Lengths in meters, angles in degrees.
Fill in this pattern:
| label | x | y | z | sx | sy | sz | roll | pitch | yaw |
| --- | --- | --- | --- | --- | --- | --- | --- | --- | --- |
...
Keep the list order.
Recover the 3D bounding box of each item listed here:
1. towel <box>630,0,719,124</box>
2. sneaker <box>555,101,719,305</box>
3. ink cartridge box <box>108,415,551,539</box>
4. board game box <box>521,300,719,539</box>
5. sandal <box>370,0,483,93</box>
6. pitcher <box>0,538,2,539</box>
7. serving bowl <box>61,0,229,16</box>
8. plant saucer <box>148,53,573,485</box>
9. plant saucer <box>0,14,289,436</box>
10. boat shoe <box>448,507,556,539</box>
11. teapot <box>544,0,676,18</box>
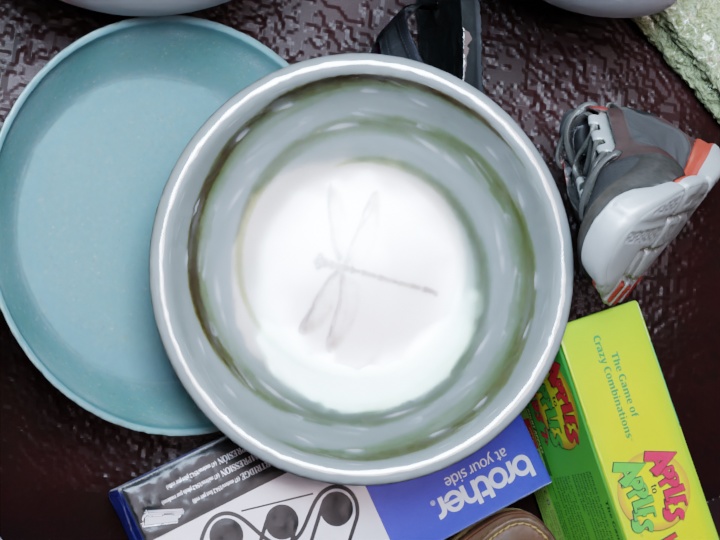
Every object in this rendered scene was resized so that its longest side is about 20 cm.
| label | x | y | z | sx | sy | sz | roll | pitch | yaw |
| --- | --- | --- | --- | --- | --- | --- | --- | --- | --- |
| towel | 0.246 | -0.130 | 1.056 | 0.148 | 0.036 | 0.200 | -39 | 92 | -17 |
| sneaker | 0.124 | -0.042 | 0.949 | 0.082 | 0.200 | 0.077 | 39 | 107 | 7 |
| ink cartridge box | -0.014 | 0.107 | 0.940 | 0.199 | 0.044 | 0.095 | -26 | 89 | -18 |
| board game box | 0.131 | 0.124 | 0.946 | 0.047 | 0.102 | 0.201 | -17 | 85 | -18 |
| sandal | 0.029 | -0.074 | 0.967 | 0.048 | 0.075 | 0.202 | 6 | 80 | -17 |
| pitcher | -0.206 | 0.134 | 0.847 | 0.170 | 0.121 | 0.202 | -12 | 92 | -14 |
| serving bowl | -0.107 | -0.194 | 0.937 | 0.198 | 0.066 | 0.201 | 3 | 53 | -4 |
| plant saucer | 0.000 | 0.000 | 0.907 | 0.198 | 0.050 | 0.202 | 0 | 87 | -3 |
| plant saucer | -0.093 | -0.021 | 0.926 | 0.199 | 0.036 | 0.202 | 2 | 86 | -30 |
| boat shoe | 0.037 | 0.202 | 0.925 | 0.072 | 0.068 | 0.200 | 41 | 73 | -5 |
| teapot | 0.099 | -0.227 | 0.961 | 0.145 | 0.200 | 0.199 | 9 | 89 | 15 |
